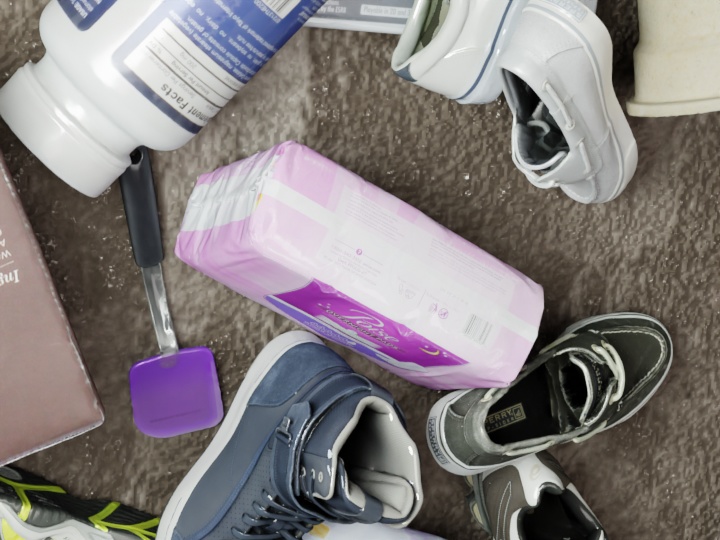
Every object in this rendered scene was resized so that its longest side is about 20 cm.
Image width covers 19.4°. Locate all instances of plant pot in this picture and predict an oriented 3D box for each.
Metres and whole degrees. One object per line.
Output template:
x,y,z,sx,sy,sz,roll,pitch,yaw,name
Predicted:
0.237,-0.202,1.242,0.200,0.200,0.184,-15,100,-12,plant pot

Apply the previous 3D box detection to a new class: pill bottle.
-0.108,-0.139,1.180,0.200,0.111,0.111,-45,114,6,pill bottle

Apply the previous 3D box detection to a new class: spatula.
-0.124,0.012,1.275,0.056,0.021,0.201,-14,110,-12,spatula

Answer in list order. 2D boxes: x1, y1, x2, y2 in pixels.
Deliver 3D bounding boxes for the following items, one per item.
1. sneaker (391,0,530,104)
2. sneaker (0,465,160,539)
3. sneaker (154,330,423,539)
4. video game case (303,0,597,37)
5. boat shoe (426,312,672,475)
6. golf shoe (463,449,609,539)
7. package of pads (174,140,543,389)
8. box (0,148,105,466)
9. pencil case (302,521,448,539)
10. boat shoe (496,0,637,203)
0.073,-0.194,1.218,0.071,0.073,0.201,9,105,-27,sneaker
-0.198,0.170,1.273,0.200,0.075,0.077,24,98,-21,sneaker
-0.043,0.147,1.230,0.077,0.146,0.203,22,94,-35,sneaker
0.058,-0.229,1.255,0.199,0.023,0.182,3,106,-18,video game case
0.134,0.076,1.317,0.200,0.064,0.071,-25,91,-35,boat shoe
0.127,0.199,1.372,0.078,0.094,0.200,-32,115,-11,golf shoe
0.000,0.000,1.252,0.200,0.120,0.076,29,74,-22,package of pads
-0.260,0.003,1.151,0.164,0.166,0.201,-23,111,-10,box
0.045,0.206,1.306,0.199,0.091,0.083,17,92,14,pencil case
0.118,-0.086,1.247,0.069,0.072,0.200,-49,159,-14,boat shoe
